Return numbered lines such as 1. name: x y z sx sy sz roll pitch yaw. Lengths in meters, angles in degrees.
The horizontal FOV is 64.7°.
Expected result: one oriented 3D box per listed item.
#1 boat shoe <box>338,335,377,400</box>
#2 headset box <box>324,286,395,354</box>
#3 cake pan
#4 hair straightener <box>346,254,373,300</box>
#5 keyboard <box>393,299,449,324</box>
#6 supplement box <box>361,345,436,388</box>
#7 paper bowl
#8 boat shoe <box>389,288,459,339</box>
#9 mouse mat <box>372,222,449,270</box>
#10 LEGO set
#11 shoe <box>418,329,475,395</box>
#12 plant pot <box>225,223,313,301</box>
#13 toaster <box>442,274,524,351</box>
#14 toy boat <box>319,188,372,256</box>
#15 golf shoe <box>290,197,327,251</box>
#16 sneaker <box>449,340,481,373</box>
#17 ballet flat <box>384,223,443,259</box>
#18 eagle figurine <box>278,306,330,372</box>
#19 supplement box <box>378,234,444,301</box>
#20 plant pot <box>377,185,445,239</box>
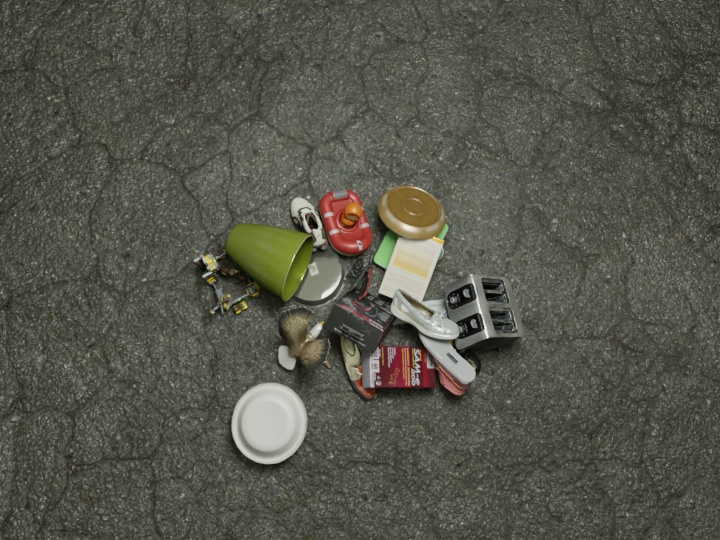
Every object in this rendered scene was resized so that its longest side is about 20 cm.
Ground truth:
1. boat shoe: -0.007 0.258 1.551 0.070 0.063 0.203 -20 79 -11
2. headset box: 0.004 0.129 1.504 0.147 0.200 0.076 28 110 9
3. cake pan: -0.137 0.003 1.619 0.195 0.037 0.205 1 75 -4
4. hair straightener: 0.000 0.000 1.573 0.077 0.041 0.201 41 33 -12
5. keyboard: 0.165 0.119 1.626 0.195 0.011 0.058 -6 81 -5
6. supplement box: 0.103 0.262 1.529 0.196 0.061 0.111 5 75 -23
7. paper bowl: -0.236 0.397 1.480 0.196 0.105 0.205 1 75 -5
8. boat shoe: 0.172 0.117 1.501 0.200 0.066 0.074 28 31 22
9. mouse mat: 0.144 -0.077 1.619 0.159 0.008 0.203 28 98 2
10. LEGO set: -0.365 0.013 1.559 0.151 0.116 0.203 -21 78 -9
11. shoe: 0.217 0.240 1.516 0.071 0.092 0.200 -27 63 -32
12. plant pot: -0.252 -0.044 1.515 0.197 0.188 0.190 23 75 7
13. toaster: 0.338 0.118 1.548 0.197 0.118 0.185 6 65 -38
14. toy boat: -0.032 -0.147 1.606 0.128 0.131 0.204 -14 77 -23
15. golf shoe: -0.145 -0.150 1.615 0.076 0.089 0.202 -21 56 -15
16. sneaker: 0.255 0.211 1.565 0.200 0.090 0.070 43 77 7
17. ballet flat: 0.158 -0.103 1.651 0.198 0.070 0.070 34 76 2
18. eagle figurine: -0.145 0.186 1.486 0.148 0.200 0.154 10 78 2
19. supplement box: 0.142 -0.011 1.584 0.124 0.074 0.204 22 95 4
20. plant pot: 0.145 -0.170 1.571 0.195 0.028 0.203 7 51 -9
